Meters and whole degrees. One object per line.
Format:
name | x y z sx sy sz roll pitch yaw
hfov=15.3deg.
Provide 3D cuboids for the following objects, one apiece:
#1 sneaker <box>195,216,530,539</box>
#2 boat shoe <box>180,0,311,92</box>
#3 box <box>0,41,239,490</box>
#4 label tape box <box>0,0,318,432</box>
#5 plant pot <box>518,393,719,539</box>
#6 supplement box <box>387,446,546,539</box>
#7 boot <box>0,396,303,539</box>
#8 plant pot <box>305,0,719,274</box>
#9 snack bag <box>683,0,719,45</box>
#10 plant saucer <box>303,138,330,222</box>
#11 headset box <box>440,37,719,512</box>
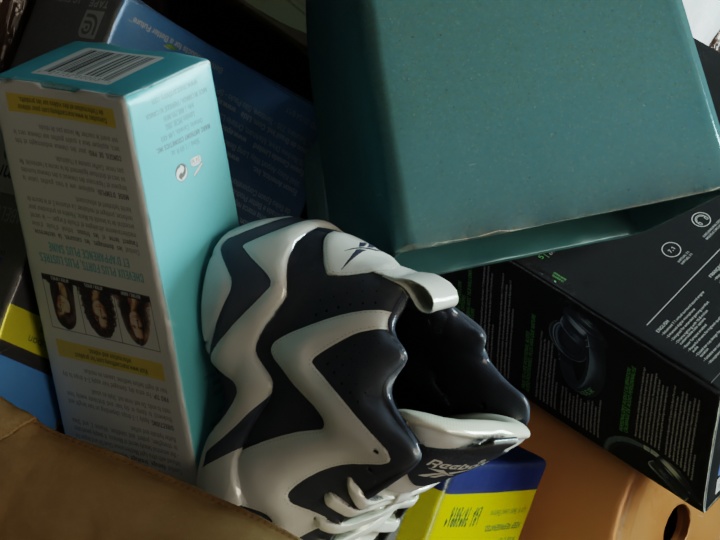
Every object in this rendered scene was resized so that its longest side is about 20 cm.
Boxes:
sneaker | 0.006 0.084 1.034 0.079 0.129 0.201 -6 103 -47
boat shoe | -0.008 -0.119 1.235 0.200 0.074 0.067 33 78 -45
box | -0.086 0.013 1.075 0.049 0.082 0.201 -29 119 -40
label tape box | -0.106 -0.003 1.158 0.144 0.063 0.201 28 78 -46
plant pot | 0.098 0.109 1.317 0.200 0.139 0.201 -26 123 -48
supplement box | -0.014 0.157 1.206 0.109 0.109 0.201 8 103 -64
boot | -0.128 0.142 1.034 0.176 0.199 0.066 -65 164 14
plant pot | 0.049 -0.109 1.109 0.140 0.141 0.201 -11 86 -11
snack bag | 0.130 -0.165 1.366 0.200 0.021 0.189 -51 130 -28
plant saucer | 0.000 0.000 1.253 0.070 0.019 0.201 -52 151 -36
headset box | 0.132 -0.016 1.252 0.174 0.199 0.093 -43 152 -30
